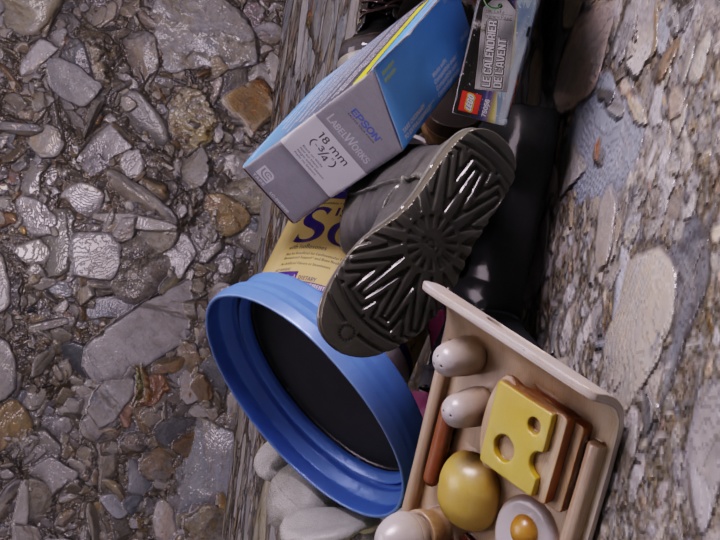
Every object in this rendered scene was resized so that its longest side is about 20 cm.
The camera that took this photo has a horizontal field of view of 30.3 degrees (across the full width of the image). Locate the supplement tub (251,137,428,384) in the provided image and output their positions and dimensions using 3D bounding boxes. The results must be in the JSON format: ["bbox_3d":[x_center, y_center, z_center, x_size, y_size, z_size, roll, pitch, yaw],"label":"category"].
[{"bbox_3d":[0.000,0.000,1.087,0.146,0.144,0.202,114,180,-58],"label":"supplement tub"}]

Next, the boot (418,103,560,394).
[{"bbox_3d":[0.104,-0.011,0.879,0.164,0.065,0.203,-1,71,67],"label":"boot"}]

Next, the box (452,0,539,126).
[{"bbox_3d":[0.104,-0.193,0.898,0.200,0.039,0.139,-65,-13,-66],"label":"box"}]

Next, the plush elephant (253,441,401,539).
[{"bbox_3d":[-0.014,0.211,1.077,0.165,0.152,0.203,-108,27,-68],"label":"plush elephant"}]

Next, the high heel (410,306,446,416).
[{"bbox_3d":[0.087,0.042,0.996,0.095,0.067,0.203,-5,67,45],"label":"high heel"}]

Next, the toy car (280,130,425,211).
[{"bbox_3d":[-0.008,-0.097,1.295,0.176,0.148,0.202,-94,15,-50],"label":"toy car"}]

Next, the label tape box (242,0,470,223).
[{"bbox_3d":[0.020,-0.132,0.977,0.199,0.063,0.145,-31,16,45],"label":"label tape box"}]

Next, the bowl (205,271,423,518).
[{"bbox_3d":[-0.030,0.087,0.955,0.039,0.201,0.201,-40,-11,-27],"label":"bowl"}]

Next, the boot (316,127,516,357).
[{"bbox_3d":[0.014,-0.023,0.900,0.182,0.073,0.200,-47,17,-12],"label":"boot"}]

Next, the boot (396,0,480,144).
[{"bbox_3d":[0.066,-0.170,1.180,0.076,0.072,0.202,94,174,-50],"label":"boot"}]

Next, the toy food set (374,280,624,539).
[{"bbox_3d":[0.065,0.126,0.777,0.143,0.060,0.203,32,119,43],"label":"toy food set"}]

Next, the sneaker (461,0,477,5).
[{"bbox_3d":[0.075,-0.276,1.069,0.201,0.086,0.077,-68,-10,-62],"label":"sneaker"}]

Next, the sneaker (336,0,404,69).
[{"bbox_3d":[0.018,-0.244,1.259,0.200,0.074,0.108,-40,-56,-71],"label":"sneaker"}]
